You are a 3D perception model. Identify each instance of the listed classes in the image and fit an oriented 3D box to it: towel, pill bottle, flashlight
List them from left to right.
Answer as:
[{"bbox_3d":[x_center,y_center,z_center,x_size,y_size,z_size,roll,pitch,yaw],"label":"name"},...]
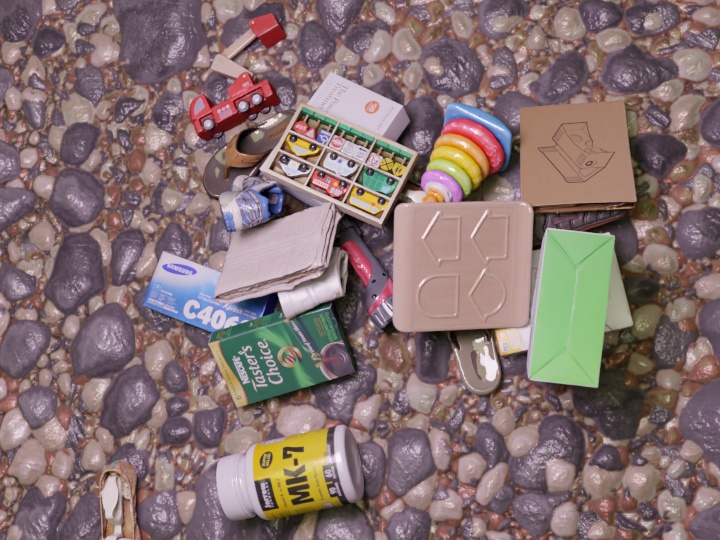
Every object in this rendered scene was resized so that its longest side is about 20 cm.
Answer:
[{"bbox_3d":[-0.122,-0.025,1.565,0.199,0.035,0.133,-14,43,29],"label":"towel"},{"bbox_3d":[-0.103,0.303,1.564,0.198,0.114,0.115,-14,76,10],"label":"pill bottle"},{"bbox_3d":[0.000,0.000,1.627,0.068,0.068,0.200,-42,73,14],"label":"flashlight"}]

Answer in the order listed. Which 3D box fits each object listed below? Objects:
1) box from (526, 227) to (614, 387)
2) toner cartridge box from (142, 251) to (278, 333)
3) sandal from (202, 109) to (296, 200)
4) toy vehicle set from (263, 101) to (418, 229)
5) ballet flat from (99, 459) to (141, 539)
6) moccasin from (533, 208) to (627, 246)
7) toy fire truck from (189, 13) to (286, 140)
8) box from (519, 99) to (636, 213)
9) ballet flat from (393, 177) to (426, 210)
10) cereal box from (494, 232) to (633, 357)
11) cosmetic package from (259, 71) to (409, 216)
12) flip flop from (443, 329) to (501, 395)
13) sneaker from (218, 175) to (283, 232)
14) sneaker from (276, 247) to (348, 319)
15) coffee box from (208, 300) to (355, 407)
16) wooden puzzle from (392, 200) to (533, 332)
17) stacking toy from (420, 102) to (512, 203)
[{"bbox_3d":[0.283,0.051,1.453,0.096,0.176,0.202,7,88,9],"label":"box"},{"bbox_3d":[-0.238,0.048,1.681,0.198,0.043,0.096,19,82,15],"label":"toner cartridge box"},{"bbox_3d":[-0.175,-0.194,1.709,0.199,0.055,0.082,-33,74,4],"label":"sandal"},{"bbox_3d":[-0.028,-0.158,1.586,0.199,0.027,0.125,24,77,11],"label":"toy vehicle set"},{"bbox_3d":[-0.376,0.394,1.630,0.070,0.065,0.202,-11,77,10],"label":"ballet flat"},{"bbox_3d":[0.295,-0.084,1.580,0.200,0.078,0.074,-20,90,4],"label":"moccasin"},{"bbox_3d":[-0.202,-0.317,1.743,0.199,0.049,0.142,-26,74,7],"label":"toy fire truck"},{"bbox_3d":[0.318,-0.170,1.572,0.162,0.021,0.201,-3,53,11],"label":"box"},{"bbox_3d":[0.063,-0.120,1.638,0.199,0.064,0.068,23,84,16],"label":"ballet flat"},{"bbox_3d":[0.289,0.037,1.569,0.198,0.040,0.145,-15,78,9],"label":"cereal box"},{"bbox_3d":[-0.040,-0.196,1.656,0.150,0.052,0.201,29,78,25],"label":"cosmetic package"},{"bbox_3d":[0.155,0.088,1.578,0.080,0.058,0.202,-20,76,8],"label":"flip flop"},{"bbox_3d":[-0.154,-0.103,1.624,0.084,0.200,0.078,-10,107,7],"label":"sneaker"},{"bbox_3d":[-0.074,-0.011,1.614,0.115,0.074,0.201,-18,40,1],"label":"sneaker"},{"bbox_3d":[-0.117,0.125,1.608,0.198,0.044,0.124,-16,113,8],"label":"coffee box"},{"bbox_3d":[0.144,-0.008,1.525,0.198,0.046,0.187,-1,102,-7],"label":"wooden puzzle"},{"bbox_3d":[0.133,-0.137,1.571,0.115,0.110,0.201,28,64,16],"label":"stacking toy"}]
